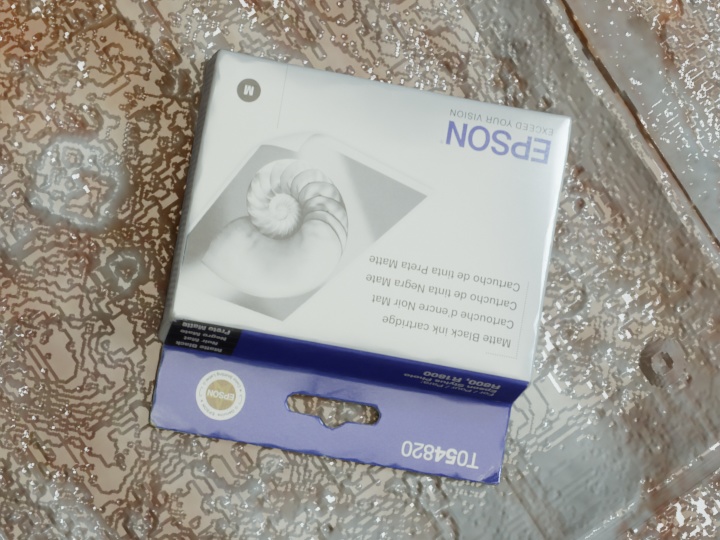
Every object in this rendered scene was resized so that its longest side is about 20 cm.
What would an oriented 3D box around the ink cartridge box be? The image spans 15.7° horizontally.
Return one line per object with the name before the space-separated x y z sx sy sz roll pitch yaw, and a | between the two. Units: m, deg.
ink cartridge box | 0.000 0.000 1.372 0.198 0.041 0.201 9 86 -8
